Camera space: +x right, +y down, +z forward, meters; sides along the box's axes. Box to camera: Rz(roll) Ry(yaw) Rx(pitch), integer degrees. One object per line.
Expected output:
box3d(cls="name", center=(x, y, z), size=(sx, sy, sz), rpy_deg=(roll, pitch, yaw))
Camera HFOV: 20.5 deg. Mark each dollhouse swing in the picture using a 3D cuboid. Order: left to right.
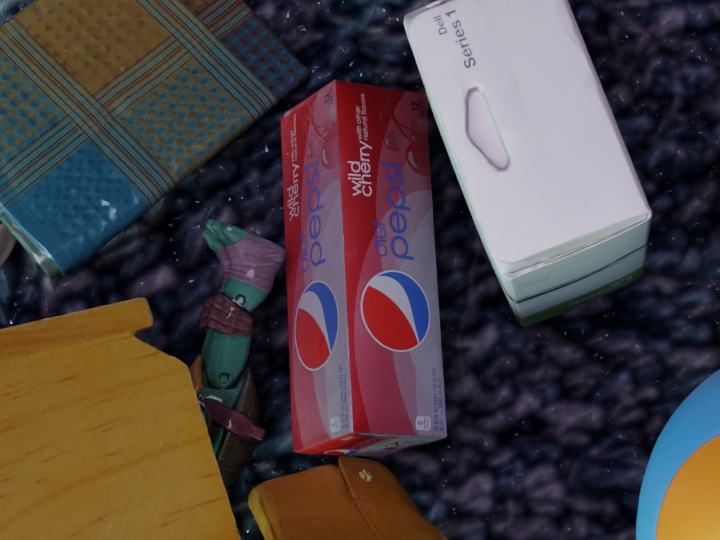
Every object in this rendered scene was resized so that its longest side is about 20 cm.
box3d(cls="dollhouse swing", center=(-0.184, 0.146, 1.029), size=(0.181, 0.176, 0.201), rpy_deg=(-13, 80, -31))

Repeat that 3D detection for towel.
box3d(cls="towel", center=(-0.149, -0.105, 1.172), size=(0.200, 0.022, 0.147), rpy_deg=(-40, 79, -17))

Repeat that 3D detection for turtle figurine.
box3d(cls="turtle figurine", center=(-0.101, 0.075, 1.125), size=(0.100, 0.150, 0.201), rpy_deg=(26, 81, -22))

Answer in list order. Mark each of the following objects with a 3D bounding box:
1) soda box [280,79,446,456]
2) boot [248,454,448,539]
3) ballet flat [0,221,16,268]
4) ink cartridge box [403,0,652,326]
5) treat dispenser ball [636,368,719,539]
box3d(cls="soda box", center=(0.000, 0.000, 1.115), size=(0.063, 0.070, 0.201), rpy_deg=(5, 73, -30))
box3d(cls="boot", center=(0.044, 0.164, 1.106), size=(0.071, 0.200, 0.144), rpy_deg=(-63, 35, 32))
box3d(cls="ballet flat", center=(-0.260, 0.001, 1.176), size=(0.200, 0.069, 0.071), rpy_deg=(-44, 60, -2))
box3d(cls="ink cartridge box", center=(0.092, -0.061, 1.062), size=(0.084, 0.200, 0.147), rpy_deg=(-21, 81, 3))
box3d(cls="treat dispenser ball", center=(0.241, 0.134, 1.017), size=(0.200, 0.201, 0.202), rpy_deg=(-1, 83, 9))
